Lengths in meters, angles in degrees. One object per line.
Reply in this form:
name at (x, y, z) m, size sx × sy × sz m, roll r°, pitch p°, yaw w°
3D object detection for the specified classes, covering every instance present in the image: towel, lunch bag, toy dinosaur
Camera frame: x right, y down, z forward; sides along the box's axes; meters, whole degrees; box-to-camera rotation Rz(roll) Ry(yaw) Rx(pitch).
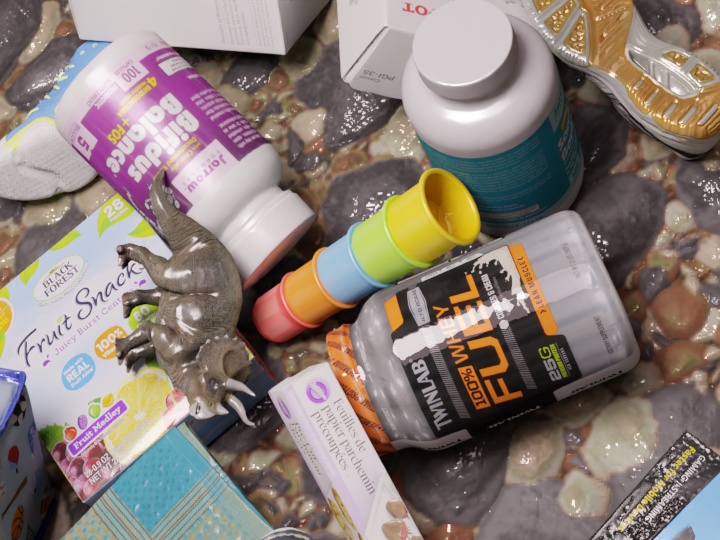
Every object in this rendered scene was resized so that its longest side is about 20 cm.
towel at (-0.154, 0.222, 1.018) m, size 0.200 × 0.022 × 0.147 m, roll -45°, pitch 61°, yaw 1°
lunch bag at (-0.337, 0.143, 1.055) m, size 0.199 × 0.170 × 0.124 m, roll 6°, pitch 47°, yaw 6°
toy dinosaur at (-0.126, 0.026, 1.058) m, size 0.102 × 0.077 × 0.201 m, roll -2°, pitch 65°, yaw -1°

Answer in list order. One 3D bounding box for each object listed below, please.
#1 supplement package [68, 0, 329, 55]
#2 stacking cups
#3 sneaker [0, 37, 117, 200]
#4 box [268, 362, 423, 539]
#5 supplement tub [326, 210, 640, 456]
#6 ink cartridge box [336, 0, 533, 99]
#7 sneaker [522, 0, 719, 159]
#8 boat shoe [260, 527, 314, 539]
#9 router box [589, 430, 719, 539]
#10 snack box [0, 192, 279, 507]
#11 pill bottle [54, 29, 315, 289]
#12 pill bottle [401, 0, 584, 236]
supplement package at (-0.139, -0.264, 1.216) m, size 0.199 × 0.118 × 0.117 m, roll 7°, pitch 39°, yaw 20°
stacking cups at (0.000, 0.000, 1.066) m, size 0.200 × 0.060 × 0.061 m, roll -36°, pitch 55°, yaw 38°
sneaker at (-0.239, -0.138, 1.245) m, size 0.199 × 0.076 × 0.105 m, roll -25°, pitch 49°, yaw -3°
box at (0.004, 0.159, 0.982) m, size 0.039 × 0.041 × 0.201 m, roll -29°, pitch 94°, yaw -21°
supplement tub at (0.085, 0.049, 1.019) m, size 0.199 × 0.123 × 0.123 m, roll -24°, pitch 61°, yaw 6°
ink cartridge box at (0.061, -0.236, 1.142) m, size 0.146 × 0.083 × 0.201 m, roll 9°, pitch 62°, yaw -24°
sneaker at (0.194, -0.156, 1.094) m, size 0.076 × 0.088 × 0.200 m, roll -39°, pitch 69°, yaw -2°
boat shoe at (-0.003, 0.256, 0.946) m, size 0.075 × 0.062 × 0.200 m, roll -31°, pitch 90°, yaw -4°
router box at (0.197, 0.223, 0.901) m, size 0.149 × 0.051 × 0.200 m, roll 39°, pitch 82°, yaw 28°
snack box at (-0.189, 0.064, 1.131) m, size 0.169 × 0.068 × 0.200 m, roll -41°, pitch 60°, yaw -3°
pill bottle at (-0.133, -0.083, 1.129) m, size 0.200 × 0.112 × 0.112 m, roll 44°, pitch 84°, yaw 4°
pill bottle at (0.095, -0.112, 1.044) m, size 0.110 × 0.200 × 0.111 m, roll -7°, pitch 65°, yaw 15°
